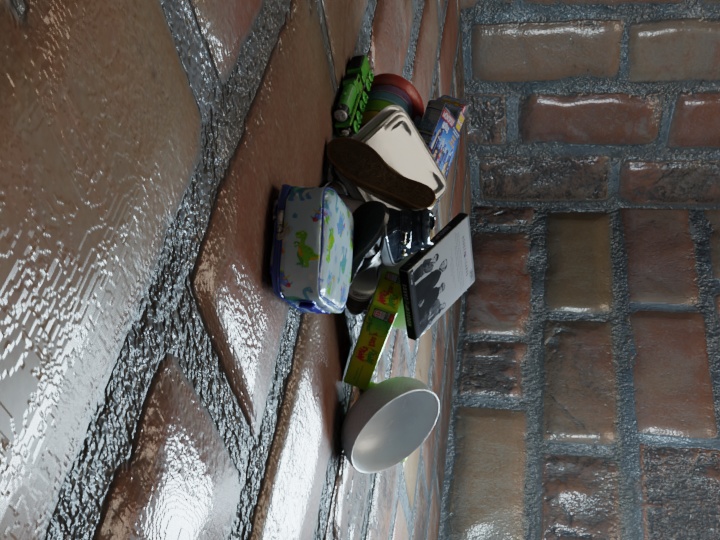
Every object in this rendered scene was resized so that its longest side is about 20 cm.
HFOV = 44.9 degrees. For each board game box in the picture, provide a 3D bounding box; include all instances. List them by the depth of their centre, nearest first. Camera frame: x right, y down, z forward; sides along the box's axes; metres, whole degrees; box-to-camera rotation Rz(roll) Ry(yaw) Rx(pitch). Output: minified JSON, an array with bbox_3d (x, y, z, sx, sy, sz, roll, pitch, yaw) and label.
[{"bbox_3d":[0.025,0.107,1.558,0.102,0.047,0.201,-71,180,-51],"label":"board game box"},{"bbox_3d":[0.139,-0.250,1.657,0.201,0.061,0.200,-70,162,-1],"label":"board game box"}]

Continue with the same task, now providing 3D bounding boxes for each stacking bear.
[{"bbox_3d":[0.035,-0.252,1.596,0.114,0.121,0.201,78,25,-55],"label":"stacking bear"}]

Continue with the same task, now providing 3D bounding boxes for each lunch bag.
[{"bbox_3d":[-0.064,-0.022,1.194,0.200,0.082,0.162,42,51,-76],"label":"lunch bag"}]

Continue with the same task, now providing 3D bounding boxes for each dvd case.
[{"bbox_3d":[0.140,0.009,1.554,0.200,0.025,0.151,-42,135,-39],"label":"dvd case"}]

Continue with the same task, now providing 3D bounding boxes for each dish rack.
[{"bbox_3d":[0.062,-0.165,1.506,0.172,0.043,0.200,-43,118,-15],"label":"dish rack"}]

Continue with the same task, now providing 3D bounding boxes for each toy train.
[{"bbox_3d":[-0.013,-0.306,1.511,0.201,0.041,0.057,-76,154,-45],"label":"toy train"}]

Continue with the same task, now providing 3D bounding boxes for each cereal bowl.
[{"bbox_3d":[0.044,0.271,1.601,0.083,0.199,0.201,46,-23,40],"label":"cereal bowl"}]

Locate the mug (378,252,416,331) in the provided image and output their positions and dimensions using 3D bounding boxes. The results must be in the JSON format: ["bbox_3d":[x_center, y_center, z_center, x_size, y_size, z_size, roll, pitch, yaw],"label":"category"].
[{"bbox_3d":[0.104,0.023,1.671,0.200,0.147,0.176,12,97,-61],"label":"mug"}]

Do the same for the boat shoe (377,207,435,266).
[{"bbox_3d":[0.078,-0.051,1.405,0.200,0.090,0.071,53,39,-75],"label":"boat shoe"}]

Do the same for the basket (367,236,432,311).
[{"bbox_3d":[0.092,0.007,1.778,0.149,0.142,0.201,57,37,-80],"label":"basket"}]

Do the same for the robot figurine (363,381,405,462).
[{"bbox_3d":[0.063,0.303,1.771,0.200,0.115,0.176,-65,148,-61],"label":"robot figurine"}]

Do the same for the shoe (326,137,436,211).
[{"bbox_3d":[0.028,-0.145,1.409,0.070,0.199,0.053,-54,172,-22],"label":"shoe"}]

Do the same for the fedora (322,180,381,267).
[{"bbox_3d":[-0.011,-0.057,1.424,0.200,0.090,0.178,25,67,-77],"label":"fedora"}]

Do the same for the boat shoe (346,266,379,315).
[{"bbox_3d":[0.000,0.000,1.564,0.200,0.070,0.064,-76,-178,-53],"label":"boat shoe"}]

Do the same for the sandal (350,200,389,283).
[{"bbox_3d":[-0.006,-0.026,1.321,0.201,0.048,0.076,-57,-138,31],"label":"sandal"}]

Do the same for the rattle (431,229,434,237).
[{"bbox_3d":[0.084,-0.108,1.943,0.143,0.130,0.201,88,-20,-78],"label":"rattle"}]
